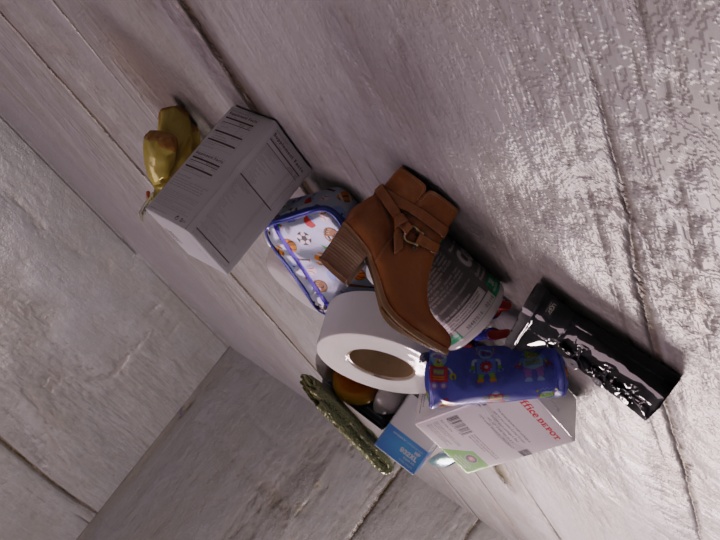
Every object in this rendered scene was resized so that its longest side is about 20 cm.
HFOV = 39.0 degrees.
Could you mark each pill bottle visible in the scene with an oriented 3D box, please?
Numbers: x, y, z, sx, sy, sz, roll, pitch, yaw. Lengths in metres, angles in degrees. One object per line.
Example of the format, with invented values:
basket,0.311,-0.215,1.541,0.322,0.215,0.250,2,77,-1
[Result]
pill bottle,0.079,-0.001,1.307,0.200,0.113,0.113,41,167,-11

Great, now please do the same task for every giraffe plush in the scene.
giraffe plush,-0.256,-0.158,1.658,0.160,0.202,0.173,4,153,13

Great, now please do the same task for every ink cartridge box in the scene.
ink cartridge box,0.204,0.210,1.524,0.199,0.085,0.146,-25,123,33
ink cartridge box,0.121,0.227,1.691,0.083,0.201,0.145,35,-177,12

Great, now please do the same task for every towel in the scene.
towel,-0.023,0.255,1.716,0.200,0.036,0.148,48,177,-16

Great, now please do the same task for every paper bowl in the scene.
paper bowl,-0.083,-0.006,1.753,0.200,0.105,0.201,37,168,9

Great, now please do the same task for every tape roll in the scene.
tape roll,0.037,0.109,1.495,0.200,0.072,0.203,13,154,6

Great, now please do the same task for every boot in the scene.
boot,0.281,0.110,1.256,0.199,0.066,0.165,32,167,11
boot,0.068,-0.011,1.217,0.200,0.156,0.077,41,172,6

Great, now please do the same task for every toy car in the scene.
toy car,0.027,0.128,1.730,0.174,0.200,0.151,27,144,21

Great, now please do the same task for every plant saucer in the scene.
plant saucer,0.206,0.288,1.741,0.028,0.198,0.200,60,171,12

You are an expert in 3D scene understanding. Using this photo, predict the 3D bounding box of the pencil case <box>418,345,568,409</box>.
pencil case,0.180,0.137,1.376,0.197,0.088,0.078,-5,149,5

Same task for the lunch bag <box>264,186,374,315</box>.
lunch bag,-0.043,-0.020,1.505,0.159,0.076,0.201,-14,121,33

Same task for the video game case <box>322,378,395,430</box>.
video game case,0.049,0.178,1.804,0.142,0.200,0.019,34,144,25

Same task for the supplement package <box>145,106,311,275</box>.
supplement package,-0.186,-0.116,1.452,0.109,0.201,0.114,24,160,43

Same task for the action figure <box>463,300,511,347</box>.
action figure,0.164,0.080,1.458,0.051,0.066,0.200,-2,171,-9

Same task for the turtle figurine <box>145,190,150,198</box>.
turtle figurine,-0.281,-0.155,1.815,0.160,0.065,0.200,22,-153,6
